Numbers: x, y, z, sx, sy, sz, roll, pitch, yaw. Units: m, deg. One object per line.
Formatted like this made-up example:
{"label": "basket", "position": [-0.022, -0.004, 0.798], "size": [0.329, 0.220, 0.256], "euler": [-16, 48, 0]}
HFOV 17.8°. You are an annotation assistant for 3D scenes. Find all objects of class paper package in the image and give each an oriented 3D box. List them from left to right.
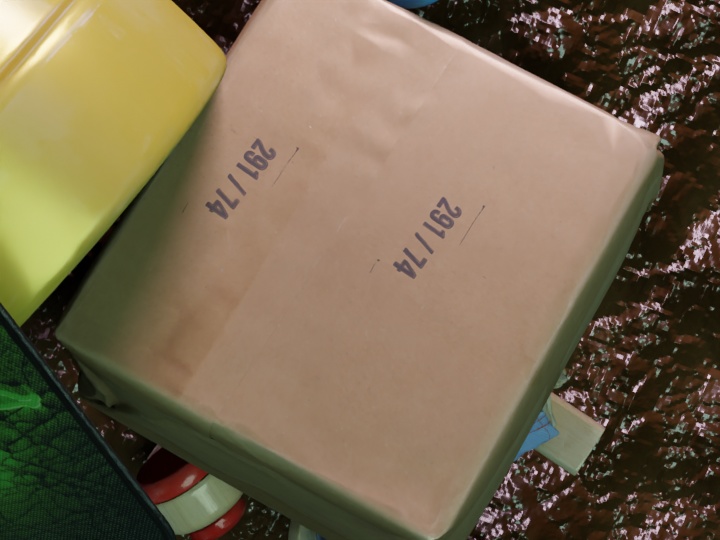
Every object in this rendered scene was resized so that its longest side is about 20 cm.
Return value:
{"label": "paper package", "position": [0.000, 0.000, 0.966], "size": [0.190, 0.104, 0.201], "euler": [28, 75, 9]}

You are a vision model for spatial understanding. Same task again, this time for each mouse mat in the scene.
{"label": "mouse mat", "position": [-0.173, 0.054, 0.865], "size": [0.161, 0.199, 0.008], "euler": [55, 50, -25]}

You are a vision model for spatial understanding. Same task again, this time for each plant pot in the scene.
{"label": "plant pot", "position": [-0.185, -0.073, 0.906], "size": [0.189, 0.201, 0.201], "euler": [41, 91, -11]}

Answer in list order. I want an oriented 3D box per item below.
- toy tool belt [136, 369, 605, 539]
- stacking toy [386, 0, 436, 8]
{"label": "toy tool belt", "position": [0.009, 0.090, 1.064], "size": [0.199, 0.125, 0.123], "euler": [-34, 108, -5]}
{"label": "stacking toy", "position": [0.013, -0.223, 0.979], "size": [0.109, 0.116, 0.201], "euler": [-33, 102, -13]}
